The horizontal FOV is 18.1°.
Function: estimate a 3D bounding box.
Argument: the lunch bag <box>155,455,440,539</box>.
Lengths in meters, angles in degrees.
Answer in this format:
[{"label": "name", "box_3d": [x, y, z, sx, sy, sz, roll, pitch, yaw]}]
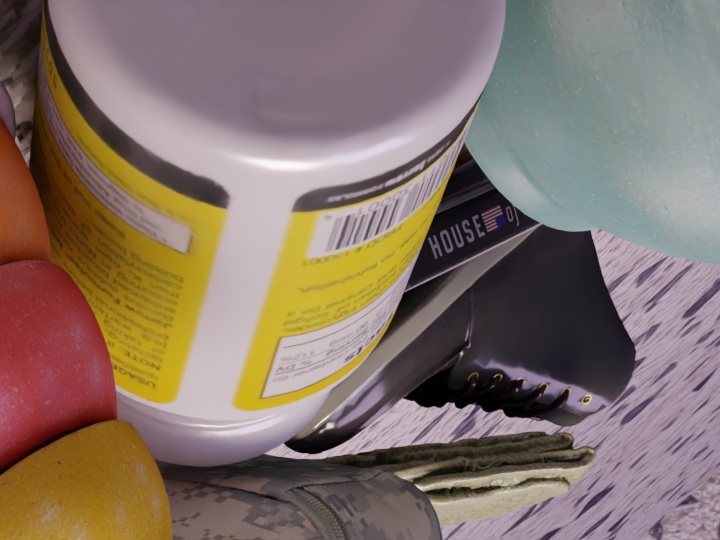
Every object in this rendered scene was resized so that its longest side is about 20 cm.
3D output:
[{"label": "lunch bag", "box_3d": [-0.095, 0.129, 0.719, 0.167, 0.199, 0.141, -2, 97, -56]}]

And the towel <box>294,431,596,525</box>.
[{"label": "towel", "box_3d": [0.000, 0.101, 1.015, 0.147, 0.037, 0.200, -3, 173, -25]}]

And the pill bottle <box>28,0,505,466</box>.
[{"label": "pill bottle", "box_3d": [-0.035, -0.028, 0.625, 0.114, 0.114, 0.200, -34, 163, -26]}]

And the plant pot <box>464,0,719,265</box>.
[{"label": "plant pot", "box_3d": [0.105, -0.087, 0.724, 0.133, 0.202, 0.200, -19, -179, 36]}]

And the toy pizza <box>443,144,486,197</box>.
[{"label": "toy pizza", "box_3d": [0.106, -0.085, 0.906, 0.199, 0.032, 0.200, -27, -178, 1]}]

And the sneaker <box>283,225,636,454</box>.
[{"label": "sneaker", "box_3d": [0.050, 0.043, 0.989, 0.200, 0.107, 0.075, -39, -163, -34]}]

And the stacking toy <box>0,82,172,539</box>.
[{"label": "stacking toy", "box_3d": [-0.094, 0.058, 0.548, 0.146, 0.200, 0.146, -38, 164, -13]}]

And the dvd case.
[{"label": "dvd case", "box_3d": [0.000, 0.000, 0.856, 0.150, 0.025, 0.199, -23, -178, 41]}]
